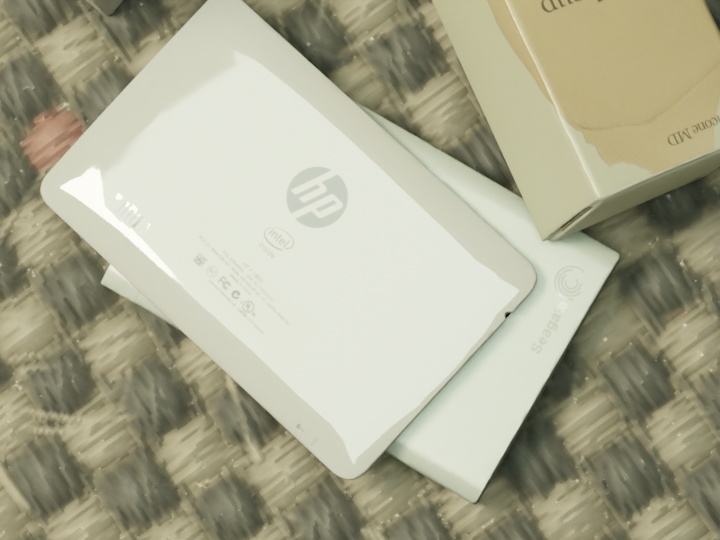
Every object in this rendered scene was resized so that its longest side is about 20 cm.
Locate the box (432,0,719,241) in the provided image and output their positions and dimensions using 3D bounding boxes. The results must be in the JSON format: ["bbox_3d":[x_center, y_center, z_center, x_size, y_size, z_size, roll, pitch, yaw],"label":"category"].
[{"bbox_3d":[0.090,-0.125,1.157,0.095,0.078,0.200,-24,83,-19],"label":"box"}]

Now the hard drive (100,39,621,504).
[{"bbox_3d":[0.000,0.000,1.189,0.200,0.026,0.132,30,88,7],"label":"hard drive"}]

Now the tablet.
[{"bbox_3d":[-0.033,-0.017,1.174,0.200,0.014,0.130,43,89,6],"label":"tablet"}]

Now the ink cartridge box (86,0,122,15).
[{"bbox_3d":[-0.149,-0.188,1.129,0.115,0.200,0.068,40,89,7],"label":"ink cartridge box"}]
